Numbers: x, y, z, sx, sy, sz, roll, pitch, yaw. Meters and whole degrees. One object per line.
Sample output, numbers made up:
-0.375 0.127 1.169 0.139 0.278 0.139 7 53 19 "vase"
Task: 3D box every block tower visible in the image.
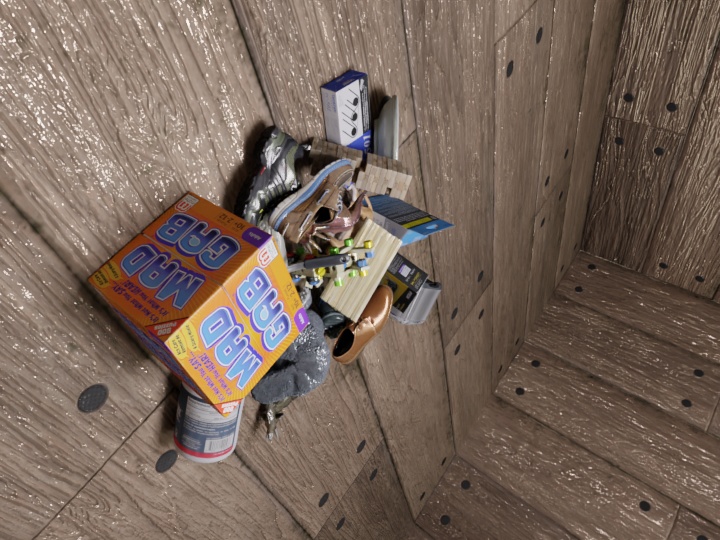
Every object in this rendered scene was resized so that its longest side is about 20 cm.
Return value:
-0.003 -0.193 1.003 0.055 0.194 0.059 -87 -165 -55 "block tower"

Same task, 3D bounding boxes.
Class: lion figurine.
-0.020 -0.087 1.131 0.201 0.073 0.122 -51 131 6 "lion figurine"

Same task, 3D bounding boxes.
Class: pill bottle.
-0.266 0.225 0.946 0.118 0.118 0.205 -10 120 -53 "pill bottle"

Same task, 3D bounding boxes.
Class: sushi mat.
0.000 0.000 1.103 0.203 0.094 0.012 -60 180 8 "sushi mat"

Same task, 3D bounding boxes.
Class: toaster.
0.140 0.074 1.478 0.198 0.112 0.132 7 108 -60 "toaster"

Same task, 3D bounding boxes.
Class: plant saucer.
0.052 -0.263 1.110 0.200 0.049 0.207 1 90 -89 "plant saucer"

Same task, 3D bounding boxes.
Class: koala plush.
-0.128 0.143 1.074 0.201 0.178 0.182 -60 139 -67 "koala plush"

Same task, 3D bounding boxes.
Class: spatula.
-0.114 -0.005 0.946 0.194 0.021 0.058 -13 111 -5 "spatula"

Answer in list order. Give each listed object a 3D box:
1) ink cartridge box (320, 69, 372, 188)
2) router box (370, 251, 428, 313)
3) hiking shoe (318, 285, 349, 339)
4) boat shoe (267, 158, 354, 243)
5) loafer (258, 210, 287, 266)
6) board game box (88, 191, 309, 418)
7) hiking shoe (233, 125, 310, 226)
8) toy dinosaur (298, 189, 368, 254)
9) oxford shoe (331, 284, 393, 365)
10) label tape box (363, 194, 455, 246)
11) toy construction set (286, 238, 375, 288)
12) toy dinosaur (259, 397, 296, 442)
-0.022 -0.277 1.043 0.094 0.044 0.204 -41 142 -33 "ink cartridge box"
0.063 0.012 1.204 0.053 0.156 0.201 -52 173 -16 "router box"
-0.054 0.102 1.231 0.072 0.089 0.201 -13 160 -1 "hiking shoe"
-0.070 -0.117 0.916 0.200 0.072 0.072 -45 174 -27 "boat shoe"
-0.171 -0.019 0.985 0.070 0.068 0.206 -78 171 -65 "loafer"
-0.231 0.047 0.795 0.200 0.197 0.203 -47 145 -26 "board game box"
-0.147 -0.133 0.892 0.099 0.075 0.205 18 96 -29 "hiking shoe"
-0.062 -0.095 0.987 0.195 0.136 0.088 -15 118 -12 "toy dinosaur"
0.005 0.117 1.146 0.203 0.070 0.071 -57 156 -3 "oxford shoe"
0.094 -0.102 1.195 0.143 0.198 0.065 -19 131 -49 "label tape box"
-0.073 -0.013 1.041 0.130 0.197 0.095 -24 97 -41 "toy construction set"
-0.173 0.276 1.192 0.201 0.076 0.103 -53 160 -29 "toy dinosaur"
